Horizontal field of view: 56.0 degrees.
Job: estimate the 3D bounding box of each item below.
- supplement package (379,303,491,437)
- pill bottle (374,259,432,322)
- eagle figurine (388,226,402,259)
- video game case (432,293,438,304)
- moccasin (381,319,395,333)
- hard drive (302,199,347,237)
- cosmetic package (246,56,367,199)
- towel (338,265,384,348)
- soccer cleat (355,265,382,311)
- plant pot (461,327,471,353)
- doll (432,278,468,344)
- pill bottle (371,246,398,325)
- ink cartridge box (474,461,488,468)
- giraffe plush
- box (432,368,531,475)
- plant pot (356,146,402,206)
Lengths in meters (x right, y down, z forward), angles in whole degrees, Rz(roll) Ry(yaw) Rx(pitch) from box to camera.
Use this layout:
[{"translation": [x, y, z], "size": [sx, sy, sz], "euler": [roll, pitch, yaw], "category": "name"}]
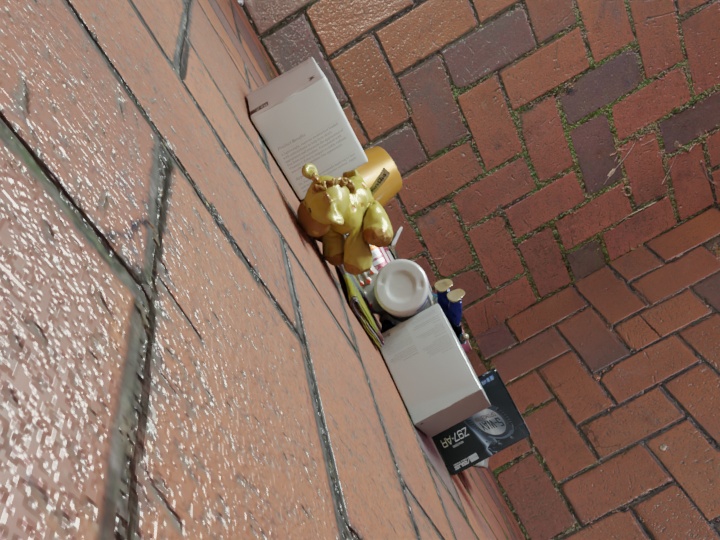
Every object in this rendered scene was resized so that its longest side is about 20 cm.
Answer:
[{"translation": [0.151, 0.209, 1.399], "size": [0.202, 0.151, 0.151], "euler": [65, 7, 28], "category": "supplement package"}, {"translation": [0.096, 0.050, 1.446], "size": [0.115, 0.113, 0.200], "euler": [62, 3, 14], "category": "pill bottle"}, {"translation": [0.056, -0.010, 1.797], "size": [0.150, 0.151, 0.202], "euler": [-21, -89, 54], "category": "eagle figurine"}, {"translation": [0.153, 0.121, 1.774], "size": [0.018, 0.145, 0.200], "euler": [24, 2, -27], "category": "video game case"}, {"translation": [0.108, 0.178, 1.569], "size": [0.201, 0.080, 0.069], "euler": [59, 10, -46], "category": "moccasin"}, {"translation": [-0.079, -0.135, 1.469], "size": [0.140, 0.038, 0.200], "euler": [48, 8, -30], "category": "hard drive"}, {"translation": [-0.111, -0.291, 1.382], "size": [0.201, 0.163, 0.166], "euler": [60, 4, -32], "category": "cosmetic package"}, {"translation": [-0.007, 0.055, 1.386], "size": [0.144, 0.023, 0.201], "euler": [58, 5, -35], "category": "towel"}, {"translation": [0.000, 0.000, 1.538], "size": [0.201, 0.069, 0.078], "euler": [58, 1, -11], "category": "soccer cleat"}, {"translation": [0.206, 0.206, 1.905], "size": [0.202, 0.178, 0.200], "euler": [62, 3, -5], "category": "plant pot"}, {"translation": [0.195, 0.109, 1.541], "size": [0.136, 0.048, 0.202], "euler": [41, -31, 36], "category": "doll"}, {"translation": [0.050, 0.033, 1.610], "size": [0.202, 0.109, 0.110], "euler": [63, 4, 7], "category": "pill bottle"}, {"translation": [0.290, 0.426, 1.738], "size": [0.200, 0.082, 0.148], "euler": [50, 47, -68], "category": "ink cartridge box"}, {"translation": [-0.041, -0.104, 1.197], "size": [0.172, 0.202, 0.161], "euler": [28, 12, 32], "category": "giraffe plush"}, {"translation": [0.252, 0.336, 1.507], "size": [0.162, 0.198, 0.044], "euler": [63, 5, 6], "category": "box"}, {"translation": [-0.004, -0.210, 1.684], "size": [0.201, 0.182, 0.201], "euler": [53, -13, 18], "category": "plant pot"}]
